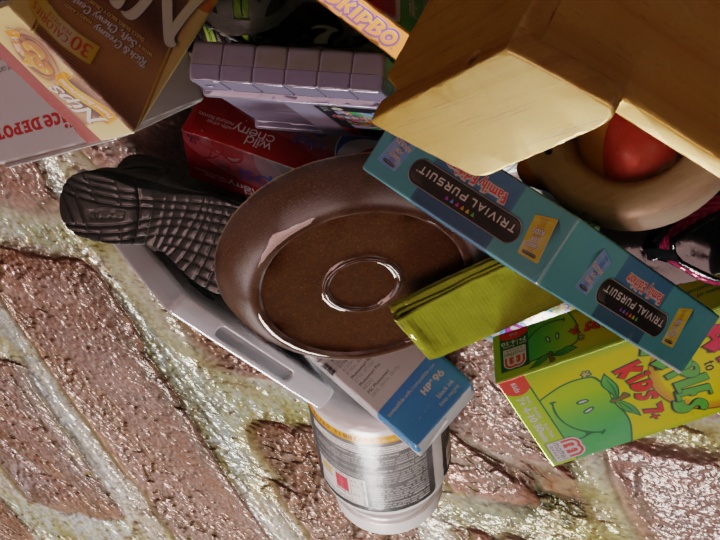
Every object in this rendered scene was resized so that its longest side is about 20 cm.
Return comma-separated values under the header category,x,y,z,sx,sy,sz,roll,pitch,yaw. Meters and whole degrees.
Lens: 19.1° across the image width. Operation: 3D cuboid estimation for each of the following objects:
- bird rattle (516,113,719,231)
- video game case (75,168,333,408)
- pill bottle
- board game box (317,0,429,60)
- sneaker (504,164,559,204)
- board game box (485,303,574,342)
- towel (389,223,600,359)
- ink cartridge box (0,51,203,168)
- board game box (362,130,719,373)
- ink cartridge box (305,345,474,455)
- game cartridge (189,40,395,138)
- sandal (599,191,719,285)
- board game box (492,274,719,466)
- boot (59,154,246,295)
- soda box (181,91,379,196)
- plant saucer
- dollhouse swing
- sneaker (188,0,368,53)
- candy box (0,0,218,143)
category,x,y,z,sx,sy,sz,roll,pitch,yaw
bird rattle,0.181,-0.095,1.269,0.200,0.163,0.113,25,170,24
video game case,-0.125,0.013,1.664,0.182,0.024,0.200,36,-173,-42
pill bottle,0.018,0.132,1.780,0.116,0.116,0.200,18,148,16
board game box,0.049,-0.152,1.336,0.200,0.096,0.030,38,126,-15
sneaker,0.149,-0.076,1.410,0.200,0.070,0.080,4,150,46
board game box,0.102,0.005,1.596,0.200,0.034,0.134,19,149,15
towel,0.124,0.008,1.478,0.200,0.018,0.086,-24,145,11
ink cartridge box,-0.206,-0.182,1.424,0.145,0.084,0.200,-9,103,46
board game box,0.113,-0.016,1.311,0.151,0.047,0.200,35,-176,37
ink cartridge box,-0.009,0.048,1.624,0.200,0.068,0.116,41,176,8
game cartridge,-0.024,-0.113,1.405,0.130,0.038,0.200,9,177,13
sandal,0.242,-0.023,1.380,0.200,0.045,0.075,-6,116,26
board game box,0.205,0.062,1.504,0.200,0.048,0.102,-20,130,18
boot,-0.112,-0.043,1.581,0.200,0.131,0.068,20,109,16
soda box,-0.024,-0.078,1.536,0.200,0.070,0.063,20,152,14
plant saucer,0.000,0.000,1.480,0.200,0.032,0.200,-6,138,-6
dollhouse swing,0.152,-0.126,1.189,0.176,0.200,0.182,38,149,-19
sneaker,-0.071,-0.163,1.429,0.200,0.083,0.071,4,139,33
candy box,-0.146,-0.192,1.330,0.055,0.200,0.115,-9,134,47
